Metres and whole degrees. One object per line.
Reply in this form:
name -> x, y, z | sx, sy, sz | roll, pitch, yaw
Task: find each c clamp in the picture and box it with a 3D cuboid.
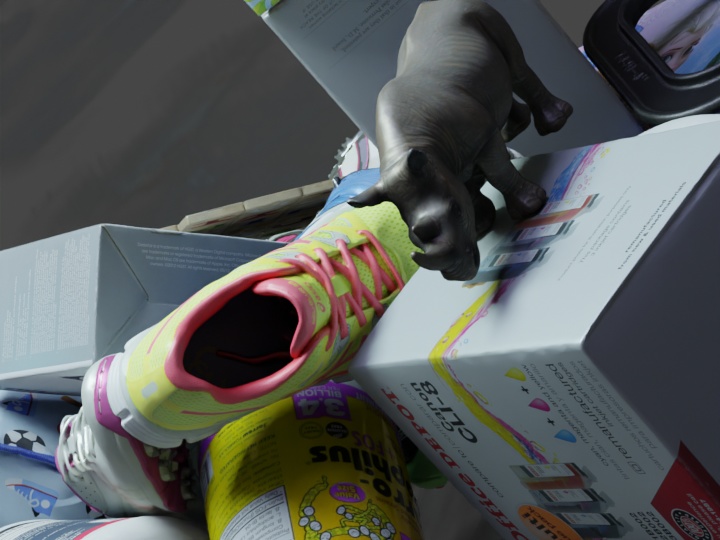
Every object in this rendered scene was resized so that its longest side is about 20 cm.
c clamp -> 0.211, -0.142, 1.586 | 0.171, 0.027, 0.200 | -38, 30, -2

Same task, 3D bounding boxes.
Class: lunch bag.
lunch bag -> -0.198, 0.156, 1.705 | 0.170, 0.123, 0.201 | -90, 15, -64

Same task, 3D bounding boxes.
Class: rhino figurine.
rhino figurine -> 0.041, -0.058, 1.322 | 0.060, 0.088, 0.200 | -31, 21, 29

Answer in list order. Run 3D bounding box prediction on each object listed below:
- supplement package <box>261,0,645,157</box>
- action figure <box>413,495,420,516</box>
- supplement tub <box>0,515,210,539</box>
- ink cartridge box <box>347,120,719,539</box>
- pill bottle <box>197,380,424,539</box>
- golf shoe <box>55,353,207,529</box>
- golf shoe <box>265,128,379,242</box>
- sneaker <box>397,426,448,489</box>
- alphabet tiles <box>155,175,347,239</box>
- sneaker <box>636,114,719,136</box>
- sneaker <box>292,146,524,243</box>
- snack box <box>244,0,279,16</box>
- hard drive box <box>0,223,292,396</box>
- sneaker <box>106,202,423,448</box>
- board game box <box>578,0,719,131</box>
supplement package -> 0.045, -0.119, 1.592 | 0.120, 0.200, 0.121 | -41, 20, 6
action figure -> -0.015, 0.127, 1.534 | 0.118, 0.055, 0.200 | -46, 27, -3
supplement tub -> -0.146, 0.200, 1.509 | 0.141, 0.140, 0.200 | -52, 21, -25
ink cartridge box -> 0.124, 0.037, 1.315 | 0.145, 0.145, 0.200 | -51, 20, -23
pill bottle -> -0.017, 0.147, 1.384 | 0.104, 0.104, 0.201 | -36, 39, 18
golf shoe -> -0.122, 0.094, 1.477 | 0.091, 0.200, 0.076 | -2, 69, 11
golf shoe -> 0.007, -0.023, 1.817 | 0.200, 0.077, 0.088 | -49, 38, -5
sneaker -> 0.042, 0.036, 1.555 | 0.076, 0.084, 0.200 | -19, 27, 5
alphabet tiles -> -0.064, -0.028, 1.660 | 0.166, 0.008, 0.200 | -14, -3, -11
sneaker -> 0.133, -0.009, 1.482 | 0.199, 0.073, 0.115 | -14, 34, 26
sneaker -> 0.000, 0.000, 1.477 | 0.199, 0.079, 0.089 | -33, 20, -1
snack box -> -0.010, -0.234, 1.554 | 0.142, 0.053, 0.200 | -36, 22, 20
hard drive box -> -0.110, 0.028, 1.578 | 0.200, 0.155, 0.077 | -11, 75, 64
sneaker -> -0.022, 0.020, 1.366 | 0.199, 0.078, 0.090 | -32, -3, -19
board game box -> 0.171, -0.090, 1.652 | 0.199, 0.041, 0.200 | -27, 25, 38
